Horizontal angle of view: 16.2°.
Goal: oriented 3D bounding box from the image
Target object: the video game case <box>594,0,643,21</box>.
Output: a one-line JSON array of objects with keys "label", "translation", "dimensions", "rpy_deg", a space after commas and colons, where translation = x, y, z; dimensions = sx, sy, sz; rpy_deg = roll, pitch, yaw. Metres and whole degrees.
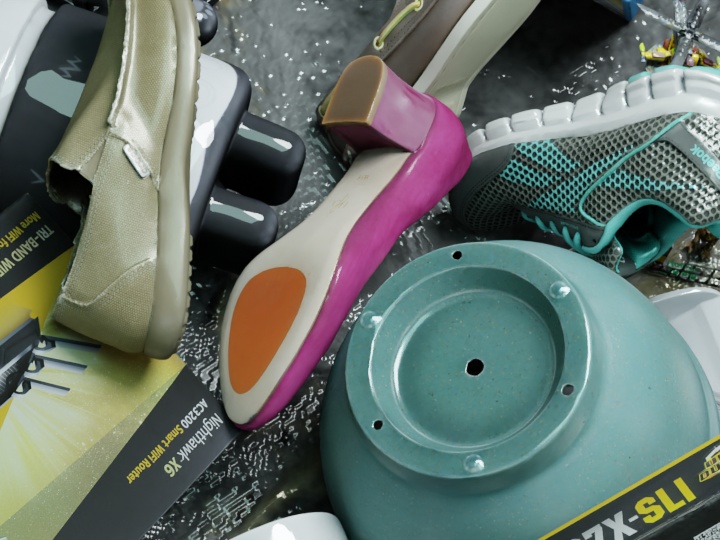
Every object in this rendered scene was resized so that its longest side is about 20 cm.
[{"label": "video game case", "translation": [0.065, -0.197, 1.382], "dimensions": [0.199, 0.143, 0.018], "rpy_deg": [31, 95, 5]}]

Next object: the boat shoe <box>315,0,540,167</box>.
[{"label": "boat shoe", "translation": [0.043, -0.129, 1.316], "dimensions": [0.060, 0.200, 0.072], "rpy_deg": [47, 37, 16]}]

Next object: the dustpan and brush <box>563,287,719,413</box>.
[{"label": "dustpan and brush", "translation": [0.113, 0.091, 1.286], "dimensions": [0.199, 0.057, 0.140], "rpy_deg": [-26, 52, 11]}]

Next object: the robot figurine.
[{"label": "robot figurine", "translation": [-0.131, -0.064, 1.286], "dimensions": [0.199, 0.125, 0.150], "rpy_deg": [20, 34, -1]}]

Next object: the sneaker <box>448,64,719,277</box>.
[{"label": "sneaker", "translation": [0.118, -0.038, 1.289], "dimensions": [0.077, 0.200, 0.092], "rpy_deg": [13, 69, -38]}]

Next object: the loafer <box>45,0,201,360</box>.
[{"label": "loafer", "translation": [-0.112, -0.059, 1.181], "dimensions": [0.067, 0.076, 0.201], "rpy_deg": [2, 75, -13]}]

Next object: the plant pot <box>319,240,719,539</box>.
[{"label": "plant pot", "translation": [0.065, 0.067, 1.213], "dimensions": [0.199, 0.134, 0.201], "rpy_deg": [-7, 63, 14]}]

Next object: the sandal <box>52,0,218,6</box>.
[{"label": "sandal", "translation": [-0.165, -0.185, 1.378], "dimensions": [0.199, 0.045, 0.075], "rpy_deg": [16, 63, -3]}]

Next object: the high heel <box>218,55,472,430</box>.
[{"label": "high heel", "translation": [0.000, 0.000, 1.253], "dimensions": [0.067, 0.096, 0.201], "rpy_deg": [12, 71, 45]}]

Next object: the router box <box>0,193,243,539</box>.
[{"label": "router box", "translation": [-0.166, 0.077, 1.160], "dimensions": [0.157, 0.052, 0.200], "rpy_deg": [47, 41, -3]}]

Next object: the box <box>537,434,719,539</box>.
[{"label": "box", "translation": [0.142, 0.179, 1.159], "dimensions": [0.199, 0.049, 0.160], "rpy_deg": [-30, 114, -1]}]

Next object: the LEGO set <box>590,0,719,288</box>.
[{"label": "LEGO set", "translation": [0.220, -0.057, 1.349], "dimensions": [0.199, 0.116, 0.154], "rpy_deg": [23, 63, 1]}]

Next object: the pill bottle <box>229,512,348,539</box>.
[{"label": "pill bottle", "translation": [-0.011, 0.221, 1.176], "dimensions": [0.112, 0.113, 0.201], "rpy_deg": [-17, 69, -18]}]
